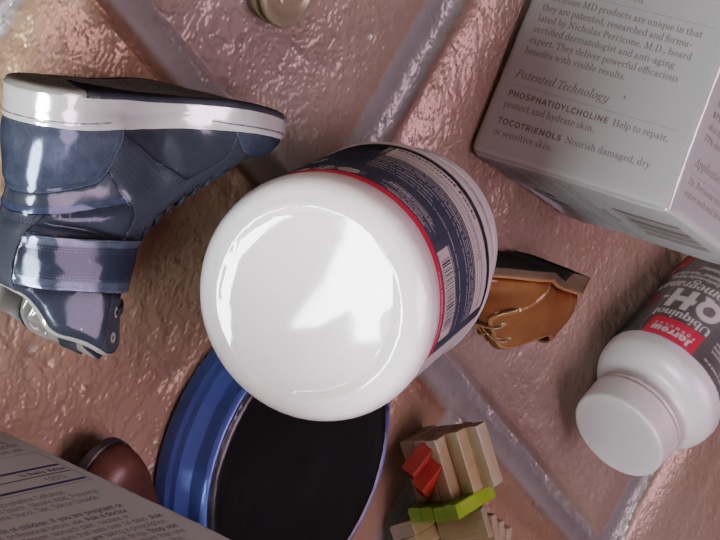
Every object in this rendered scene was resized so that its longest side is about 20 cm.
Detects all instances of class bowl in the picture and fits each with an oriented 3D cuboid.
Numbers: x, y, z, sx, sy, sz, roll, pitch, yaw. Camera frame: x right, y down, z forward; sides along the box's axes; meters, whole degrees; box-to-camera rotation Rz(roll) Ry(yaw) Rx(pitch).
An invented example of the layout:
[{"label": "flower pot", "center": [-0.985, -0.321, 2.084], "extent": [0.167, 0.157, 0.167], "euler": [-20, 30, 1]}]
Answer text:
[{"label": "bowl", "center": [-0.051, 0.122, 1.330], "extent": [0.200, 0.039, 0.202], "euler": [-27, 125, -46]}]

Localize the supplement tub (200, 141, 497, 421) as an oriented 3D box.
[{"label": "supplement tub", "center": [0.000, 0.000, 1.218], "extent": [0.200, 0.139, 0.142], "euler": [-32, 132, -70]}]

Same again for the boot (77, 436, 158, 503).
[{"label": "boot", "center": [-0.081, 0.203, 1.183], "extent": [0.068, 0.199, 0.190], "euler": [-25, 125, -45]}]

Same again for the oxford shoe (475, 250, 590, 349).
[{"label": "oxford shoe", "center": [0.101, 0.021, 1.469], "extent": [0.200, 0.071, 0.072], "euler": [14, 98, -56]}]

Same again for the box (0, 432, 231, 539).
[{"label": "box", "center": [-0.188, 0.169, 1.023], "extent": [0.183, 0.199, 0.106], "euler": [-5, 110, -53]}]

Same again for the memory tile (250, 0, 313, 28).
[{"label": "memory tile", "center": [-0.032, -0.259, 1.207], "extent": [0.201, 0.017, 0.153], "euler": [-60, 143, -16]}]

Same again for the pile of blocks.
[{"label": "pile of blocks", "center": [0.056, 0.205, 1.475], "extent": [0.062, 0.082, 0.202], "euler": [-24, 124, -47]}]

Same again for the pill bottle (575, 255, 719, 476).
[{"label": "pill bottle", "center": [0.261, 0.074, 1.672], "extent": [0.200, 0.110, 0.111], "euler": [-43, 136, -35]}]

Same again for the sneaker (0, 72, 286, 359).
[{"label": "sneaker", "center": [-0.124, -0.030, 1.125], "extent": [0.202, 0.077, 0.147], "euler": [-4, 104, -51]}]

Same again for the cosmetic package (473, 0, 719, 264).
[{"label": "cosmetic package", "center": [0.216, -0.131, 1.472], "extent": [0.167, 0.166, 0.201], "euler": [28, 83, -55]}]
